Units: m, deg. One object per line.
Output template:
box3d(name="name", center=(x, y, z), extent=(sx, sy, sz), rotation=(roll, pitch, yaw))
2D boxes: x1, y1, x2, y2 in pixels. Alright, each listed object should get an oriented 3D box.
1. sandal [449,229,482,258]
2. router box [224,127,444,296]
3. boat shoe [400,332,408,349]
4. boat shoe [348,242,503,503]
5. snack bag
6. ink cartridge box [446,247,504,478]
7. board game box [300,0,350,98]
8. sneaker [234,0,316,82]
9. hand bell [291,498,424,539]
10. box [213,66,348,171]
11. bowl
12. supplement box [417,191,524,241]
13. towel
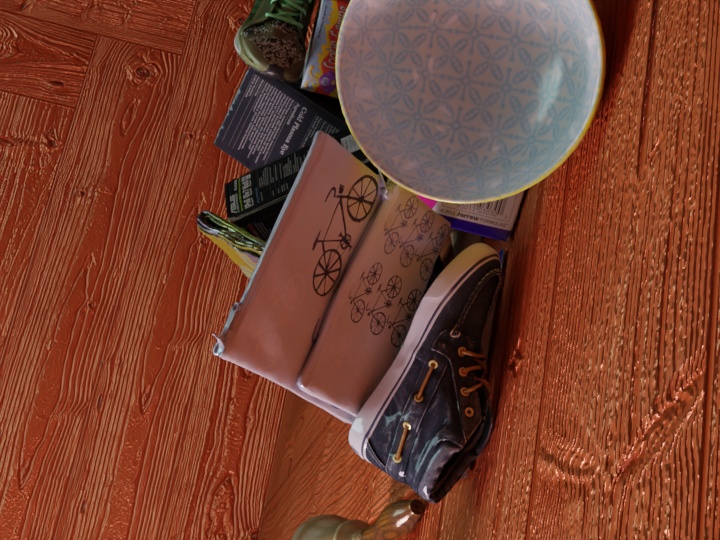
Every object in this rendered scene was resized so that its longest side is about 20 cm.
box3d(name="sandal", center=(0.080, -0.075, 1.177), extent=(0.212, 0.069, 0.078), rotation=(-87, 12, -57))
box3d(name="router box", center=(-0.020, -0.033, 1.107), extent=(0.062, 0.150, 0.200), rotation=(-102, -15, -45))
box3d(name="boat shoe", center=(0.051, 0.072, 1.073), extent=(0.201, 0.063, 0.073), rotation=(-12, -90, -68))
box3d(name="boat shoe", center=(0.078, 0.082, 0.903), extent=(0.200, 0.091, 0.071), rotation=(-60, -31, 4))
box3d(name="snack bag", center=(-0.012, 0.009, 0.871), extent=(0.200, 0.021, 0.189), rotation=(36, -104, -51))
box3d(name="ink cartridge box", center=(0.085, 0.083, 0.991), extent=(0.095, 0.037, 0.200), rotation=(123, 161, -73))
box3d(name="board game box", center=(0.048, -0.229, 1.184), extent=(0.103, 0.200, 0.105), rotation=(-87, 12, -58))
box3d(name="sneaker", center=(-0.076, -0.272, 1.148), extent=(0.089, 0.077, 0.200), rotation=(120, 161, -45))
box3d(name="hand bell", center=(0.011, 0.264, 1.134), extent=(0.200, 0.104, 0.104), rotation=(131, 154, -51))
box3d(name="box", center=(-0.024, -0.136, 1.245), extent=(0.200, 0.182, 0.104), rotation=(-14, -45, -63))
box3d(name="bowl", center=(0.093, -0.152, 0.854), extent=(0.108, 0.200, 0.201), rotation=(-18, -55, -66))
box3d(name="supplement box", center=(0.103, -0.143, 0.979), extent=(0.103, 0.101, 0.200), rotation=(-93, 17, -70))
box3d(name="towel", center=(-0.068, 0.027, 1.053), extent=(0.023, 0.200, 0.144), rotation=(-48, 42, -15))
